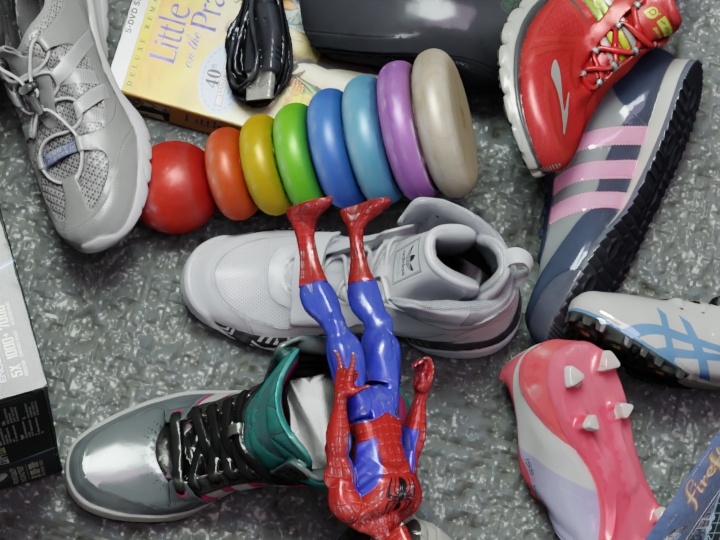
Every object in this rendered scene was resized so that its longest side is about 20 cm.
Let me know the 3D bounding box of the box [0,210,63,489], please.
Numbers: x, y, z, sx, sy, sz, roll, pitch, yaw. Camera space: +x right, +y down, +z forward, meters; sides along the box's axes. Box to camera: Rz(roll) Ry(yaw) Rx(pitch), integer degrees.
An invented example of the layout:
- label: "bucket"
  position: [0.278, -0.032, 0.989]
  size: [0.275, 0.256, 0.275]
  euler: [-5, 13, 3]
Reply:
- label: "box"
  position: [-0.220, 0.021, 1.072]
  size: [0.086, 0.200, 0.164]
  euler: [-15, 76, -11]

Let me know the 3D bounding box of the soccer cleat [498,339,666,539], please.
- label: "soccer cleat"
  position: [0.131, 0.136, 1.159]
  size: [0.067, 0.076, 0.201]
  euler: [-16, 92, -33]

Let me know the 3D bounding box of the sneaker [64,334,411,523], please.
- label: "sneaker"
  position: [-0.062, 0.089, 1.112]
  size: [0.199, 0.121, 0.084]
  euler: [-10, 74, -10]

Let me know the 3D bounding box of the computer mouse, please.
- label: "computer mouse"
  position: [0.023, -0.156, 1.204]
  size: [0.199, 0.053, 0.139]
  euler: [7, 71, -6]

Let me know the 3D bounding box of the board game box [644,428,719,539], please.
- label: "board game box"
  position: [0.198, 0.202, 1.125]
  size: [0.136, 0.035, 0.200]
  euler: [46, 70, -21]

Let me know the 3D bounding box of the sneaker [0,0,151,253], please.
- label: "sneaker"
  position: [-0.180, -0.102, 1.166]
  size: [0.075, 0.082, 0.200]
  euler: [-29, 66, 26]

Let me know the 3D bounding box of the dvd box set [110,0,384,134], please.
- label: "dvd box set"
  position: [-0.039, -0.142, 1.236]
  size: [0.199, 0.029, 0.147]
  euler: [16, 71, -2]

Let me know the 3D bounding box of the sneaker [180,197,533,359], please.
- label: "sneaker"
  position: [0.000, 0.000, 1.151]
  size: [0.199, 0.115, 0.075]
  euler: [6, 72, -5]

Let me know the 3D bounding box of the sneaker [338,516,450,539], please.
- label: "sneaker"
  position: [-0.007, 0.227, 1.096]
  size: [0.085, 0.077, 0.200]
  euler: [42, 83, -33]

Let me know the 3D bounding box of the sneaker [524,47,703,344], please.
- label: "sneaker"
  position: [0.131, -0.047, 1.218]
  size: [0.082, 0.070, 0.200]
  euler: [21, 71, 23]

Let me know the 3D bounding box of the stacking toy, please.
- label: "stacking toy"
  position: [-0.038, -0.066, 1.169]
  size: [0.199, 0.085, 0.086]
  euler: [-11, 73, 12]

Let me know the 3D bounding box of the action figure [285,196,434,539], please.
- label: "action figure"
  position: [0.005, 0.061, 1.063]
  size: [0.065, 0.052, 0.201]
  euler: [0, 79, -44]

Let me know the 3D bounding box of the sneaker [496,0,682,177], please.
- label: "sneaker"
  position: [0.140, -0.139, 1.177]
  size: [0.085, 0.077, 0.200]
  euler: [1, 52, 33]

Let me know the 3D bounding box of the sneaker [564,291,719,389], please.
- label: "sneaker"
  position: [0.210, 0.038, 1.178]
  size: [0.199, 0.072, 0.073]
  euler: [14, 83, -16]
